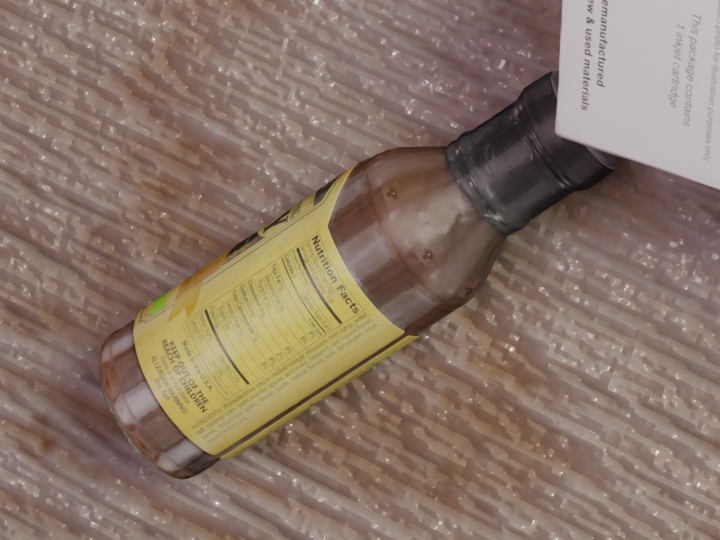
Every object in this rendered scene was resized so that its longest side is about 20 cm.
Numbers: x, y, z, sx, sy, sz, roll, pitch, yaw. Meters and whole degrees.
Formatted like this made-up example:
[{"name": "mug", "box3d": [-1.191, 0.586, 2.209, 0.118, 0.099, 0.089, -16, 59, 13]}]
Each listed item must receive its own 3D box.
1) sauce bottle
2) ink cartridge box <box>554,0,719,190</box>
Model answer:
[{"name": "sauce bottle", "box3d": [0.000, 0.000, 0.990, 0.199, 0.065, 0.065, -33, 76, 19]}, {"name": "ink cartridge box", "box3d": [0.179, -0.078, 0.852, 0.199, 0.145, 0.085, 20, 132, 25]}]
